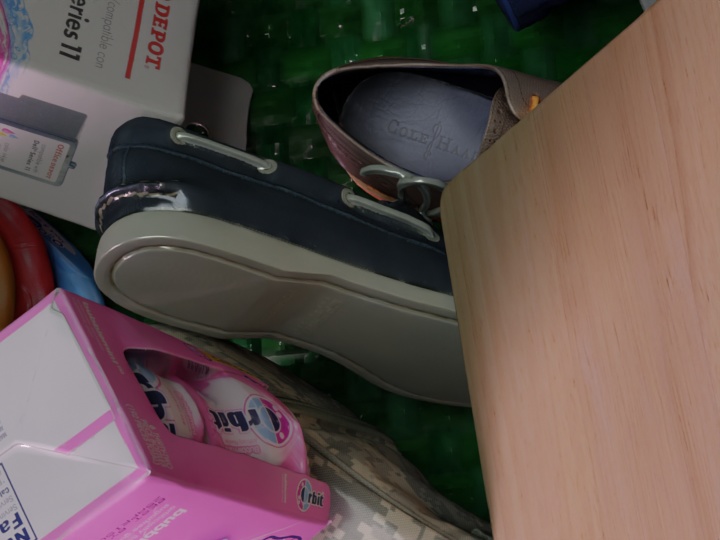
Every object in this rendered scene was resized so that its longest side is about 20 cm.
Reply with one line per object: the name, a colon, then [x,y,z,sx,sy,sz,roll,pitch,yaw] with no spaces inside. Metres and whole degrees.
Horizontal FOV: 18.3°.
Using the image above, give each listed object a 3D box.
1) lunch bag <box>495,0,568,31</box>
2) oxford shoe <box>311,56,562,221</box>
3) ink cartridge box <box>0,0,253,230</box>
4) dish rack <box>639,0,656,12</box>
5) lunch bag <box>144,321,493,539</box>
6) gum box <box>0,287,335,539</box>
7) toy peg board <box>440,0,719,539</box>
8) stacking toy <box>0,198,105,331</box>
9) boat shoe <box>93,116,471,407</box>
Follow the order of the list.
lunch bag: [0.064,-0.189,0.763,0.132,0.200,0.136,-32,54,8]
oxford shoe: [0.074,-0.034,0.796,0.200,0.073,0.071,12,85,20]
ink cartridge box: [-0.123,-0.088,0.801,0.117,0.200,0.067,-88,23,-46]
dish rack: [0.184,-0.112,0.736,0.200,0.044,0.172,-27,108,-5]
lunch bag: [-0.039,0.143,0.769,0.168,0.139,0.200,31,91,27]
gum box: [-0.115,0.092,0.674,0.200,0.113,0.066,-36,65,13]
toy peg board: [0.123,0.032,0.657,0.098,0.199,0.200,2,68,-25]
stacking toy: [-0.191,0.006,0.814,0.116,0.200,0.110,39,95,21]
boat shoe: [0.000,0.000,0.776,0.075,0.200,0.062,-44,38,51]
